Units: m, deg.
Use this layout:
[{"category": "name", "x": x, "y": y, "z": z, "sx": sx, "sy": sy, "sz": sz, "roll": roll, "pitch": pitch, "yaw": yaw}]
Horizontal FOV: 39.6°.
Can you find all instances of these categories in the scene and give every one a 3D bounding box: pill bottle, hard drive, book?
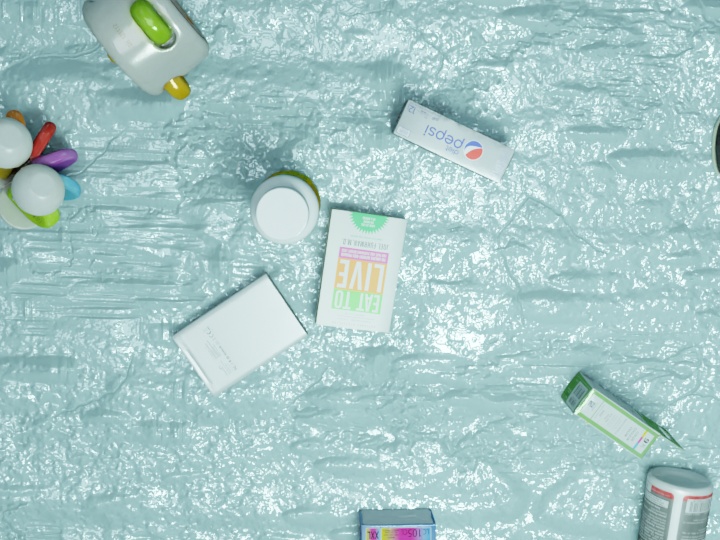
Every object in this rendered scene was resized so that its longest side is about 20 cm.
[{"category": "pill bottle", "x": 0.552, "y": 0.461, "z": 1.769, "sx": 0.113, "sy": 0.114, "sz": 0.201, "roll": 6, "pitch": 99, "yaw": -2}, {"category": "hard drive", "x": -0.210, "y": 0.112, "z": 1.746, "sx": 0.200, "sy": 0.026, "sz": 0.132, "roll": -33, "pitch": 98, "yaw": 4}, {"category": "pill bottle", "x": -0.121, "y": -0.102, "z": 1.625, "sx": 0.111, "sy": 0.200, "sz": 0.112, "roll": 0, "pitch": 99, "yaw": -1}, {"category": "book", "x": 0.000, "y": 0.000, "z": 1.726, "sx": 0.133, "sy": 0.048, "sz": 0.201, "roll": 7, "pitch": 97, "yaw": -6}]

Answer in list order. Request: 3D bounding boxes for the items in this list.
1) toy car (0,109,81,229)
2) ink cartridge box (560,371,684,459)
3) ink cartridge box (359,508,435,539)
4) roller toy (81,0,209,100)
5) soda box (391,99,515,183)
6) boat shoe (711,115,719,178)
[{"category": "toy car", "x": -0.541, "y": -0.172, "z": 1.646, "sx": 0.150, "sy": 0.175, "sz": 0.200, "roll": -38, "pitch": 99, "yaw": -32}, {"category": "ink cartridge box", "x": 0.455, "y": 0.266, "z": 1.741, "sx": 0.200, "sy": 0.104, "sz": 0.059, "roll": 34, "pitch": 98, "yaw": -6}, {"category": "ink cartridge box", "x": 0.067, "y": 0.536, "z": 1.796, "sx": 0.136, "sy": 0.076, "sz": 0.201, "roll": -1, "pitch": 101, "yaw": -1}, {"category": "roller toy", "x": -0.344, "y": -0.378, "z": 1.589, "sx": 0.140, "sy": 0.200, "sz": 0.183, "roll": -38, "pitch": 63, "yaw": 5}, {"category": "soda box", "x": 0.154, "y": -0.216, "z": 1.677, "sx": 0.199, "sy": 0.068, "sz": 0.064, "roll": 25, "pitch": 97, "yaw": -5}, {"category": "boat shoe", "x": 0.645, "y": -0.248, "z": 1.680, "sx": 0.072, "sy": 0.068, "sz": 0.201, "roll": 12, "pitch": 100, "yaw": -4}]
